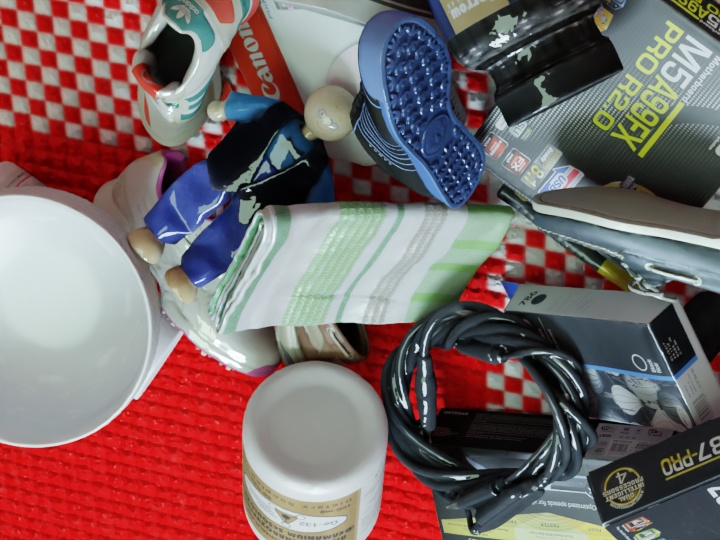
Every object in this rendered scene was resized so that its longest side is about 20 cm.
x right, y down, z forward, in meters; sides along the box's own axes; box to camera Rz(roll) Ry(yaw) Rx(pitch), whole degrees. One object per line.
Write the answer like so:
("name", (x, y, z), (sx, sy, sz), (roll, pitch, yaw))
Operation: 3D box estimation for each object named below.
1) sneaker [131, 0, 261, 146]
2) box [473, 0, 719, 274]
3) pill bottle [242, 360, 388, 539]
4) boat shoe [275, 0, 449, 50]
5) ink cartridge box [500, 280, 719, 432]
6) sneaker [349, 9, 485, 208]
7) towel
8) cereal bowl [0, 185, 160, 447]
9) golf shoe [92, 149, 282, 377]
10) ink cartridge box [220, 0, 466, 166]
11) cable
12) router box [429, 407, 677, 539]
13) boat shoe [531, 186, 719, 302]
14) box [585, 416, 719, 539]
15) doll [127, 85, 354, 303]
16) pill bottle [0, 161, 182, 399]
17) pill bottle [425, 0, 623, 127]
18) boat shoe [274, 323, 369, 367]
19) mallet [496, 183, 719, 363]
("sneaker", (-0.141, -0.149, 1.608), (0.070, 0.093, 0.200), (42, 142, 6))
("box", (0.187, -0.110, 1.525), (0.160, 0.044, 0.200), (36, 131, -1))
("pill bottle", (-0.038, 0.168, 1.761), (0.113, 0.115, 0.201), (22, 150, 11))
("boat shoe", (0.036, -0.189, 1.492), (0.071, 0.199, 0.064), (20, 96, 58))
("ink cartridge box", (0.172, 0.061, 1.604), (0.199, 0.039, 0.100), (5, 129, 56))
("sneaker", (0.023, -0.113, 1.489), (0.078, 0.070, 0.200), (26, 160, 29))
("towel", (0.000, 0.000, 1.611), (0.198, 0.031, 0.149), (-1, 149, -24))
("cereal bowl", (-0.244, 0.028, 1.677), (0.198, 0.083, 0.202), (3, 106, 9))
("golf shoe", (-0.122, -0.007, 1.723), (0.200, 0.075, 0.091), (48, 120, 0))
("ink cartridge box", (-0.039, -0.151, 1.606), (0.198, 0.057, 0.164), (-12, 117, 27))
("cable", (0.096, 0.099, 1.655), (0.164, 0.051, 0.200), (58, 137, 13))
("router box", (0.159, 0.192, 1.747), (0.198, 0.052, 0.158), (4, 125, 24))
("boat shoe", (0.213, -0.015, 1.506), (0.198, 0.075, 0.062), (9, 115, 9))
("box", (0.270, 0.167, 1.585), (0.160, 0.049, 0.200), (-25, 146, 13))
("doll", (-0.074, -0.062, 1.606), (0.200, 0.048, 0.137), (-42, 91, 22))
("pill bottle", (-0.237, 0.012, 1.775), (0.199, 0.112, 0.113), (35, 131, 0))
("pill bottle", (0.091, -0.202, 1.429), (0.111, 0.112, 0.201), (-26, 89, 37))
("boat shoe", (-0.038, -0.006, 1.697), (0.071, 0.076, 0.201), (-2, 129, 20))
("mallet", (0.178, 0.006, 1.597), (0.199, 0.066, 0.041), (32, 140, 3))
